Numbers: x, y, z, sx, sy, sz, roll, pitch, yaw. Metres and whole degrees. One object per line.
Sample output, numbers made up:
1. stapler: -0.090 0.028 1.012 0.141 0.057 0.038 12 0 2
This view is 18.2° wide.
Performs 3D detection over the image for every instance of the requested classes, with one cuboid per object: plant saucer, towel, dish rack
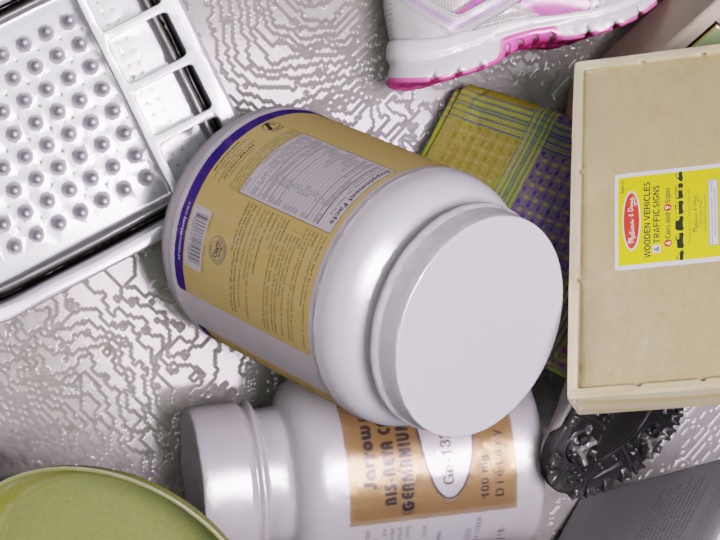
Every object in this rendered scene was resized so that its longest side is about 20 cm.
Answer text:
1. plant saucer: -0.139 0.189 1.283 0.198 0.031 0.202 8 120 14
2. towel: 0.094 -0.025 1.304 0.023 0.199 0.144 36 80 -46
3. dish rack: -0.179 -0.082 1.301 0.199 0.044 0.173 -28 99 -11

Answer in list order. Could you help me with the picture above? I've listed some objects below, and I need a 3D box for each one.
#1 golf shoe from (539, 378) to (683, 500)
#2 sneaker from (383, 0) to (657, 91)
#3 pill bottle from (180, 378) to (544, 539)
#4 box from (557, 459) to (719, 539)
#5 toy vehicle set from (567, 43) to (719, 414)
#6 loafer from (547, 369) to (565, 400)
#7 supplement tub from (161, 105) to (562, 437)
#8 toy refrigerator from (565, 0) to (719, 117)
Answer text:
1. golf shoe: 0.150 0.039 1.310 0.078 0.094 0.201 45 72 -39
2. sneaker: 0.100 -0.174 1.342 0.198 0.081 0.089 -18 93 -16
3. pill bottle: -0.001 0.113 1.315 0.198 0.114 0.116 -6 94 -12
4. box: 0.202 0.192 1.313 0.124 0.200 0.098 40 64 -11
5. toy vehicle set: 0.176 -0.025 1.215 0.123 0.027 0.202 -5 67 20
6. loafer: 0.205 0.024 1.369 0.199 0.070 0.070 -36 140 12
7. supplement tub: 0.000 0.000 1.248 0.145 0.199 0.147 -19 120 -37
8. toy refrigerator: 0.214 -0.130 1.319 0.076 0.070 0.200 38 122 -17
